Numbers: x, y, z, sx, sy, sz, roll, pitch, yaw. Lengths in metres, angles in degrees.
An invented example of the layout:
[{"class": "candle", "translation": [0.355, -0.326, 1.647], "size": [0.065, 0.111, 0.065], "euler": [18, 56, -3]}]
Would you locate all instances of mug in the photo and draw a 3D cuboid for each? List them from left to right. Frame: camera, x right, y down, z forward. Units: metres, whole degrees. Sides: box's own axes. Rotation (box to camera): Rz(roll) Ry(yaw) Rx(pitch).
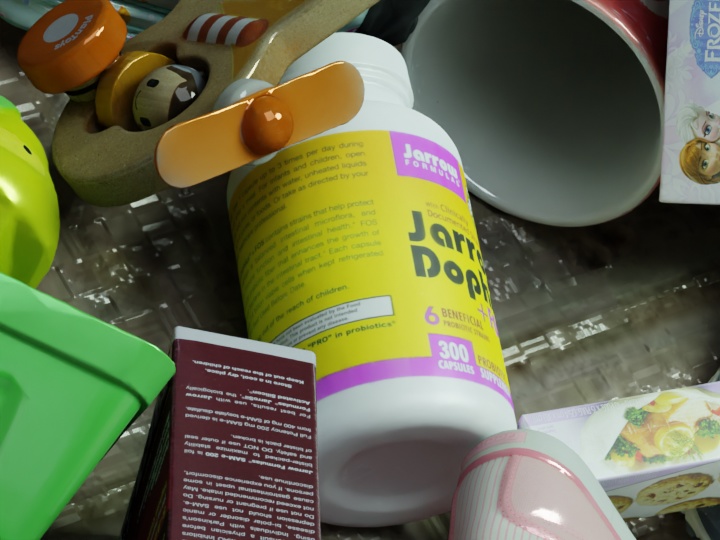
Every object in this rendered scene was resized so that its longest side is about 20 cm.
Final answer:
[{"class": "mug", "translation": [0.129, -0.142, 1.349], "size": [0.133, 0.178, 0.200], "euler": [35, 45, 4]}]

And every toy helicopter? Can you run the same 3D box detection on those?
[{"class": "toy helicopter", "translation": [-0.038, -0.092, 1.188], "size": [0.079, 0.200, 0.132], "euler": [56, 0, -32]}]

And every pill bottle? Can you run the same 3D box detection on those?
[{"class": "pill bottle", "translation": [0.000, 0.000, 1.226], "size": [0.104, 0.104, 0.200], "euler": [4, 56, -24]}]

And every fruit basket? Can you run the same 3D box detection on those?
[{"class": "fruit basket", "translation": [-0.171, 0.002, 1.127], "size": [0.215, 0.156, 0.216], "euler": [5, 72, -15]}]

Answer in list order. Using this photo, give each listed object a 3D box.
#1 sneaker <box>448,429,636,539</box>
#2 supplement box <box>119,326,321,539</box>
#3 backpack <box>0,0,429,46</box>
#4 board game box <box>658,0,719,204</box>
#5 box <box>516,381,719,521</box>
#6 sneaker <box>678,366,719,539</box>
[{"class": "sneaker", "translation": [0.102, 0.164, 1.145], "size": [0.200, 0.075, 0.105], "euler": [48, 29, -18]}, {"class": "supplement box", "translation": [-0.054, 0.122, 1.067], "size": [0.061, 0.109, 0.200], "euler": [11, 31, -10]}, {"class": "backpack", "translation": [-0.075, -0.166, 1.288], "size": [0.200, 0.127, 0.167], "euler": [7, 34, -24]}, {"class": "board game box", "translation": [0.190, -0.128, 1.319], "size": [0.199, 0.041, 0.200], "euler": [-3, 96, -65]}, {"class": "box", "translation": [0.160, 0.071, 1.220], "size": [0.200, 0.041, 0.039], "euler": [-8, 55, -18]}, {"class": "sneaker", "translation": [0.195, 0.048, 1.299], "size": [0.078, 0.086, 0.200], "euler": [25, 51, -9]}]
